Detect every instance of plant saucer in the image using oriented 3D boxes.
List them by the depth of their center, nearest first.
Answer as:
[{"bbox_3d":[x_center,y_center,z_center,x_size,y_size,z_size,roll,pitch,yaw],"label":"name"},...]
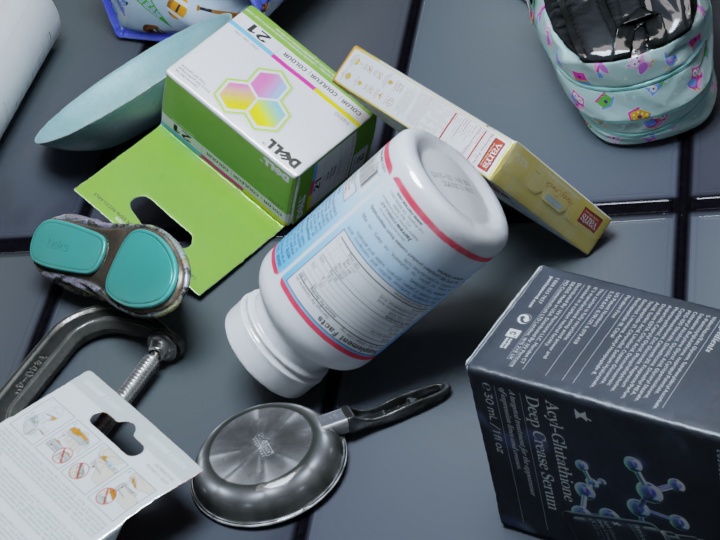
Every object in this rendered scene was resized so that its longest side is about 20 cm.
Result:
[{"bbox_3d":[-0.185,-0.151,1.803,0.201,0.039,0.201,-31,16,10],"label":"plant saucer"}]

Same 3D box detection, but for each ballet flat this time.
[{"bbox_3d":[-0.176,-0.001,1.627,0.072,0.072,0.200,-39,34,-27],"label":"ballet flat"}]

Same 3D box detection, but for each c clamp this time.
[{"bbox_3d":[-0.197,0.097,1.562,0.171,0.027,0.200,2,43,28],"label":"c clamp"}]

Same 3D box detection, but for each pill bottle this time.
[{"bbox_3d":[0.000,0.000,1.492,0.200,0.109,0.109,-41,32,23],"label":"pill bottle"}]

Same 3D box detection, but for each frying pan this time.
[{"bbox_3d":[-0.030,0.126,1.473,0.190,0.031,0.115,-11,39,9],"label":"frying pan"}]

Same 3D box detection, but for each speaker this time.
[{"bbox_3d":[-0.336,-0.174,1.883,0.081,0.081,0.200,0,41,17],"label":"speaker"}]

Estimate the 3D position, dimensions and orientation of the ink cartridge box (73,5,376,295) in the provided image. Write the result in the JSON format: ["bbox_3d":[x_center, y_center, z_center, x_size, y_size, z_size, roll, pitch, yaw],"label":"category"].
[{"bbox_3d":[-0.106,-0.096,1.682,0.148,0.076,0.200,39,59,16],"label":"ink cartridge box"}]

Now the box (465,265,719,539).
[{"bbox_3d":[0.186,0.103,1.336,0.200,0.149,0.107,14,47,31],"label":"box"}]

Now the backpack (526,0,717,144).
[{"bbox_3d":[0.220,-0.200,1.709,0.167,0.127,0.200,-21,39,10],"label":"backpack"}]

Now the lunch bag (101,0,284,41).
[{"bbox_3d":[-0.121,-0.286,1.920,0.200,0.124,0.170,8,44,38],"label":"lunch bag"}]

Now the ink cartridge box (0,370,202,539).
[{"bbox_3d":[-0.225,0.170,1.460,0.200,0.047,0.160,-34,42,-21],"label":"ink cartridge box"}]

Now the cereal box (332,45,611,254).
[{"bbox_3d":[0.085,-0.093,1.612,0.200,0.144,0.040,36,92,43],"label":"cereal box"}]
